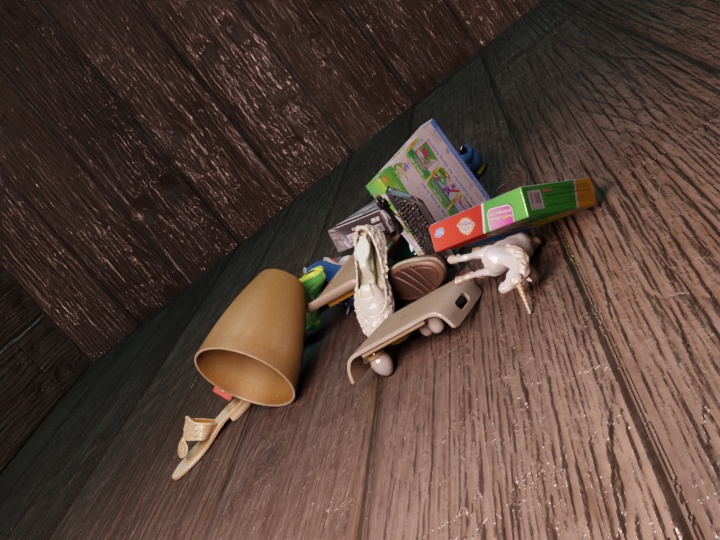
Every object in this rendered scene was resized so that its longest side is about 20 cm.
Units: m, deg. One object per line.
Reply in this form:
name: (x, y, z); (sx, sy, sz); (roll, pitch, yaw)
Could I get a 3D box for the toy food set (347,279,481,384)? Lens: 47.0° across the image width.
toy food set: (0.081, 0.093, 1.226); (0.198, 0.061, 0.143); (-31, 5, 30)

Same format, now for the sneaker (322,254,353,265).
sneaker: (-0.020, 0.000, 1.788); (0.081, 0.079, 0.199); (-15, 6, -23)

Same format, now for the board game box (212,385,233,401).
board game box: (-0.221, 0.160, 1.647); (0.155, 0.040, 0.200); (-64, -1, 6)

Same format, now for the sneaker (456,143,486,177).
sneaker: (0.198, -0.196, 1.749); (0.065, 0.079, 0.201); (-23, 23, 45)

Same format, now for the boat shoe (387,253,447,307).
boat shoe: (0.079, 0.009, 1.423); (0.201, 0.075, 0.075); (-27, 22, 46)

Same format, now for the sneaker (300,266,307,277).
sneaker: (-0.121, 0.053, 1.862); (0.089, 0.077, 0.200); (-48, 11, 2)

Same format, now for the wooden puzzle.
wooden puzzle: (0.000, 0.000, 1.529); (0.184, 0.037, 0.200); (-29, 14, 49)

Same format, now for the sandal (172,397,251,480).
sandal: (-0.303, 0.295, 1.582); (0.212, 0.070, 0.077); (-45, 14, -18)

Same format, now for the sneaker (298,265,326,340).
sneaker: (-0.101, 0.069, 1.636); (0.074, 0.083, 0.201); (-37, -20, -46)

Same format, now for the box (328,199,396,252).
box: (0.056, -0.115, 1.576); (0.157, 0.050, 0.199); (-17, 15, 49)

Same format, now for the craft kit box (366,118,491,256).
craft kit box: (0.129, -0.133, 1.474); (0.048, 0.201, 0.198); (-23, 20, 49)

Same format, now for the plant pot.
plant pot: (-0.172, 0.104, 1.463); (0.185, 0.185, 0.202); (-25, 38, 47)

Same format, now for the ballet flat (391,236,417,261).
ballet flat: (0.139, -0.084, 1.608); (0.199, 0.070, 0.070); (-35, 14, 14)

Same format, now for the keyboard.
keyboard: (0.086, -0.069, 1.338); (0.126, 0.201, 0.021); (26, 72, 39)

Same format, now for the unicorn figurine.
unicorn figurine: (0.197, -0.012, 1.162); (0.136, 0.075, 0.200); (-15, 21, 38)

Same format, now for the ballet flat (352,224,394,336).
ballet flat: (0.013, 0.016, 1.366); (0.071, 0.071, 0.204); (-27, 60, 42)

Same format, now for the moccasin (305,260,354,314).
moccasin: (-0.031, 0.035, 1.647); (0.080, 0.069, 0.199); (-31, 33, -21)

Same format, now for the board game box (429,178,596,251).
board game box: (0.221, -0.081, 1.216); (0.151, 0.041, 0.199); (-11, -6, -35)
